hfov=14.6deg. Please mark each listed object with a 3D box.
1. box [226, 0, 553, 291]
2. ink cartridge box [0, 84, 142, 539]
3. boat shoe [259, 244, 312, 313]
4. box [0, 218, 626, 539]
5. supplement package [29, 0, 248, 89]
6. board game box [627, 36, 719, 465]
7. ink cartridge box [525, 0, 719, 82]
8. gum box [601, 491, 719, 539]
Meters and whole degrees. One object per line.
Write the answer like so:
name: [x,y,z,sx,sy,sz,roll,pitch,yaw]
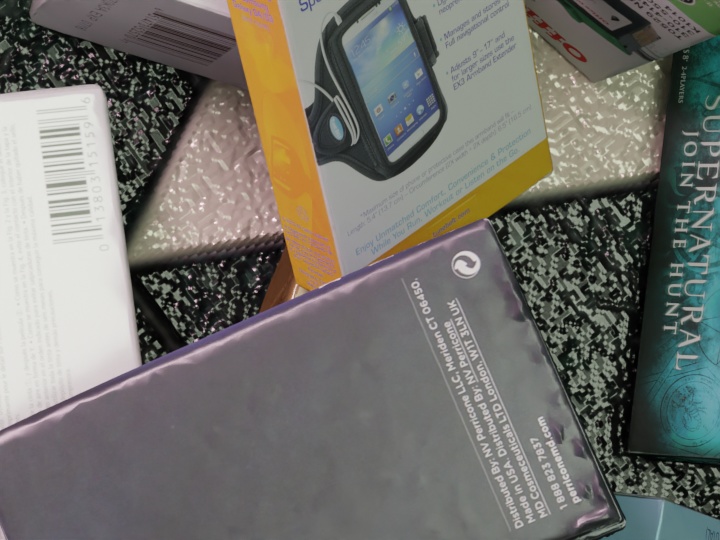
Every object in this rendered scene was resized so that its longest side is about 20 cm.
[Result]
box: [0.009,-0.097,1.097,0.119,0.041,0.201,-34,128,-29]
ink cartridge box: [-0.178,0.033,1.146,0.173,0.044,0.201,-7,86,-16]
boat shoe: [0.000,0.000,1.185,0.062,0.073,0.201,21,78,-10]
box: [-0.019,0.080,1.032,0.198,0.200,0.124,-24,83,0]
supplement package: [-0.051,-0.191,1.169,0.117,0.117,0.201,17,79,-14]
board game box: [0.191,-0.014,1.219,0.028,0.135,0.201,19,75,-55]
ink cartridge box: [0.102,-0.164,1.169,0.146,0.200,0.084,41,78,-7]
gum box: [0.134,0.206,1.171,0.170,0.044,0.201,22,75,-51]
